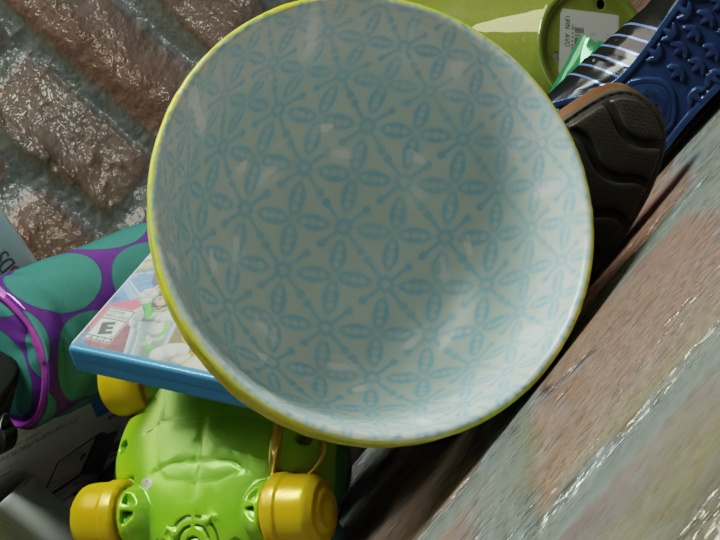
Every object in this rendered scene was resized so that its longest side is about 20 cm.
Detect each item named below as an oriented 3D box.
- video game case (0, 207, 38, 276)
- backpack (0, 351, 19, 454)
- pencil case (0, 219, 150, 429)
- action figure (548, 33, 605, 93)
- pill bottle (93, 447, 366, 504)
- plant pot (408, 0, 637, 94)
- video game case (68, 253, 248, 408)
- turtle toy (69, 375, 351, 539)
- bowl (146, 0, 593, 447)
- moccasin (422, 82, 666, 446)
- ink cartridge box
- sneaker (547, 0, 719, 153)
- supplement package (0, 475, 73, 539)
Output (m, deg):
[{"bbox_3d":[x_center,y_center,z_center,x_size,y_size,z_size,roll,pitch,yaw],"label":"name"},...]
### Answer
[{"bbox_3d":[-0.265,0.054,1.242,0.200,0.023,0.182,-42,-17,-9],"label":"video game case"},{"bbox_3d":[-0.280,0.130,1.107,0.201,0.153,0.163,-64,-1,35],"label":"backpack"},{"bbox_3d":[-0.122,0.015,1.197,0.199,0.086,0.092,-25,7,-38],"label":"pencil case"},{"bbox_3d":[0.116,-0.060,1.444,0.201,0.054,0.118,-56,2,5],"label":"action figure"},{"bbox_3d":[-0.074,0.119,1.272,0.200,0.119,0.120,-48,2,35],"label":"pill bottle"},{"bbox_3d":[0.128,-0.155,1.643,0.187,0.187,0.200,-49,16,-17],"label":"plant pot"},{"bbox_3d":[-0.037,-0.007,1.102,0.200,0.142,0.018,-52,-40,-40],"label":"video game case"},{"bbox_3d":[-0.057,0.080,1.117,0.145,0.101,0.202,-4,63,26],"label":"turtle toy"},{"bbox_3d":[-0.004,-0.012,0.978,0.200,0.200,0.108,-49,0,-18],"label":"bowl"},{"bbox_3d":[0.076,-0.005,1.059,0.202,0.073,0.078,-59,8,10],"label":"moccasin"},{"bbox_3d":[-0.214,0.101,1.292,0.146,0.086,0.201,-29,-25,-42],"label":"ink cartridge box"},{"bbox_3d":[0.148,-0.092,1.153,0.200,0.070,0.078,-40,1,20],"label":"sneaker"},{"bbox_3d":[-0.190,0.231,1.154,0.151,0.152,0.200,-47,1,7],"label":"supplement package"}]
